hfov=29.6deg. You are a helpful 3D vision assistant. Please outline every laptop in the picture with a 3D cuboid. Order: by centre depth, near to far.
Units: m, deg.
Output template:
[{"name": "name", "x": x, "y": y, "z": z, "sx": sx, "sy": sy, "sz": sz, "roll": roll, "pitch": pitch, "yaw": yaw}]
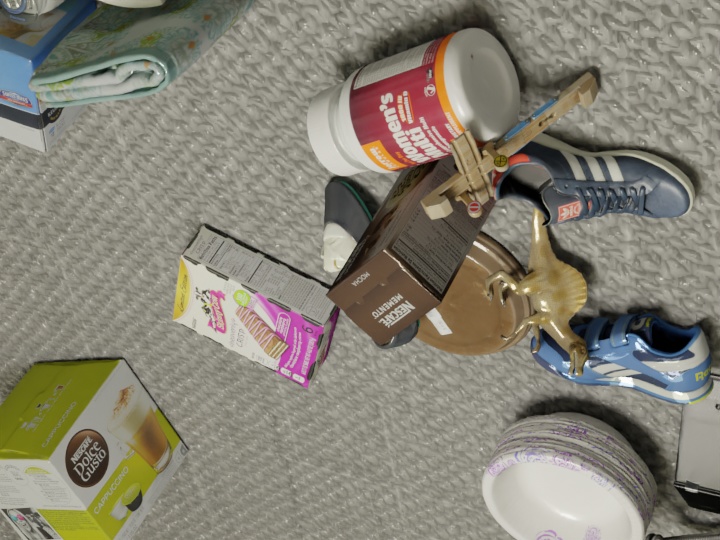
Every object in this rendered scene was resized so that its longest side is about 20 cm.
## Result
[{"name": "laptop", "x": 0.455, "y": 0.211, "z": 1.518, "sx": 0.185, "sy": 0.117, "sz": 0.200, "roll": 11, "pitch": 164, "yaw": 24}]

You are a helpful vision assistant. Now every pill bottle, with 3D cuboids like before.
[{"name": "pill bottle", "x": 0.048, "y": -0.157, "z": 1.330, "sx": 0.199, "sy": 0.110, "sz": 0.110, "roll": -13, "pitch": 123, "yaw": 40}]

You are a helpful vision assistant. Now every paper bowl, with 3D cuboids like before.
[{"name": "paper bowl", "x": 0.251, "y": 0.248, "z": 1.613, "sx": 0.199, "sy": 0.105, "sz": 0.202, "roll": 17, "pitch": 137, "yaw": 17}]

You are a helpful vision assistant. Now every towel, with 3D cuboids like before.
[{"name": "towel", "x": -0.224, "y": -0.234, "z": 1.382, "sx": 0.198, "sy": 0.172, "sz": 0.048, "roll": -1, "pitch": 128, "yaw": 35}]

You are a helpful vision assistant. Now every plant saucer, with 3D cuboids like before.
[{"name": "plant saucer", "x": 0.101, "y": 0.027, "z": 1.546, "sx": 0.198, "sy": 0.030, "sz": 0.201, "roll": 18, "pitch": 139, "yaw": 16}]

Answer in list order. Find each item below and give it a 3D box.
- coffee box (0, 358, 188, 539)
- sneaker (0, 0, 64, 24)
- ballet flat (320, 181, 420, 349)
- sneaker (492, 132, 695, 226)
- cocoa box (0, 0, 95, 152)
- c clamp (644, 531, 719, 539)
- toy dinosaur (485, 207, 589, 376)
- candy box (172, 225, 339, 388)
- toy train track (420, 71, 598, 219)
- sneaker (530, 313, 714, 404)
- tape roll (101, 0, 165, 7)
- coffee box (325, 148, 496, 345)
[{"name": "coffee box", "x": -0.415, "y": 0.268, "z": 1.990, "sx": 0.198, "sy": 0.200, "sz": 0.199, "roll": -5, "pitch": 128, "yaw": 36}, {"name": "sneaker", "x": -0.353, "y": -0.362, "z": 1.415, "sx": 0.074, "sy": 0.087, "sz": 0.202, "roll": 7, "pitch": 116, "yaw": 29}, {"name": "ballet flat", "x": 0.000, "y": 0.000, "z": 1.515, "sx": 0.073, "sy": 0.073, "sz": 0.202, "roll": -17, "pitch": 105, "yaw": 42}, {"name": "sneaker", "x": 0.220, "y": -0.073, "z": 1.323, "sx": 0.198, "sy": 0.085, "sz": 0.076, "roll": 13, "pitch": 137, "yaw": 21}, {"name": "cocoa box", "x": -0.404, "y": -0.247, "z": 1.514, "sx": 0.198, "sy": 0.134, "sz": 0.132, "roll": 20, "pitch": 138, "yaw": 14}, {"name": "c clamp", "x": 0.400, "y": 0.302, "z": 1.539, "sx": 0.199, "sy": 0.169, "sz": 0.027, "roll": -19, "pitch": 75, "yaw": 48}, {"name": "toy dinosaur", "x": 0.188, "y": 0.014, "z": 1.442, "sx": 0.100, "sy": 0.058, "sz": 0.202, "roll": -13, "pitch": 95, "yaw": 22}, {"name": "candy box", "x": -0.130, "y": 0.046, "z": 1.690, "sx": 0.198, "sy": 0.061, "sz": 0.137, "roll": 26, "pitch": 140, "yaw": 8}, {"name": "toy train track", "x": 0.145, "y": -0.109, "z": 1.265, "sx": 0.033, "sy": 0.199, "sz": 0.115, "roll": 50, "pitch": 176, "yaw": 32}, {"name": "sneaker", "x": 0.279, "y": 0.079, "z": 1.454, "sx": 0.198, "sy": 0.074, "sz": 0.083, "roll": 8, "pitch": 129, "yaw": 19}, {"name": "tape roll", "x": -0.240, "y": -0.362, "z": 1.341, "sx": 0.200, "sy": 0.071, "sz": 0.204, "roll": 18, "pitch": 138, "yaw": 17}, {"name": "coffee box", "x": 0.060, "y": -0.037, "z": 1.373, "sx": 0.080, "sy": 0.201, "sz": 0.113, "roll": 41, "pitch": 140, "yaw": -11}]
